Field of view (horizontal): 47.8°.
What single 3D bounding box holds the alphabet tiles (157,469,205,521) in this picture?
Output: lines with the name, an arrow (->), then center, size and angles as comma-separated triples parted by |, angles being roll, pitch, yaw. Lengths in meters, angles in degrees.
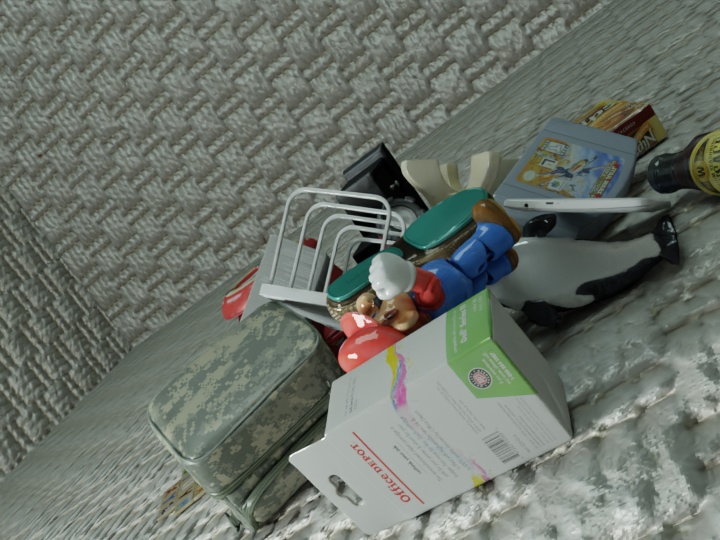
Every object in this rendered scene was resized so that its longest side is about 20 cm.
alphabet tiles -> -0.209, 0.277, 1.168 | 0.199, 0.006, 0.166 | -39, 10, -2

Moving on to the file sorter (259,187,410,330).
file sorter -> 0.000, 0.000, 0.942 | 0.136, 0.127, 0.200 | 8, -11, 24

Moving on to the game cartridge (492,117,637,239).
game cartridge -> 0.250, -0.107, 0.968 | 0.131, 0.042, 0.201 | 18, 50, 29

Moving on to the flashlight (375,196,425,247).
flashlight -> 0.049, -0.017, 1.124 | 0.067, 0.068, 0.201 | -35, -24, -22

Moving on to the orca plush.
orca plush -> 0.209, -0.004, 0.792 | 0.197, 0.107, 0.071 | -26, -24, 18

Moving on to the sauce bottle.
sauce bottle -> 0.347, -0.101, 0.760 | 0.066, 0.066, 0.200 | -40, 8, -16

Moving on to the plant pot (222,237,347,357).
plant pot -> -0.090, 0.064, 1.203 | 0.199, 0.184, 0.201 | -34, 9, 6

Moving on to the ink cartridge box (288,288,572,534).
ink cartridge box -> 0.052, 0.118, 0.642 | 0.198, 0.117, 0.068 | -33, 24, 23

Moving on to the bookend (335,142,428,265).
bookend -> 0.038, -0.076, 1.308 | 0.091, 0.202, 0.199 | -32, 11, 24

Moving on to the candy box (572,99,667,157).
candy box -> 0.341, -0.185, 1.151 | 0.114, 0.056, 0.200 | -35, 11, 7

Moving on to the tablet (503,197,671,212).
tablet -> 0.228, -0.064, 0.796 | 0.127, 0.014, 0.199 | 2, 4, 27

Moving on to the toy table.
toy table -> 0.142, -0.092, 1.112 | 0.180, 0.120, 0.199 | -3, 1, -30

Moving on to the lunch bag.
lunch bag -> -0.095, 0.159, 0.858 | 0.200, 0.169, 0.138 | -43, 40, -18

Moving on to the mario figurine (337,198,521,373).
mario figurine -> 0.050, 0.015, 0.719 | 0.199, 0.125, 0.105 | -40, 24, -23

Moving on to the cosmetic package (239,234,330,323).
cosmetic package -> -0.107, 0.067, 1.044 | 0.107, 0.088, 0.204 | 85, -159, -84

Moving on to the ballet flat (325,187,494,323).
ballet flat -> 0.055, -0.005, 0.803 | 0.198, 0.066, 0.071 | -33, 31, -7
